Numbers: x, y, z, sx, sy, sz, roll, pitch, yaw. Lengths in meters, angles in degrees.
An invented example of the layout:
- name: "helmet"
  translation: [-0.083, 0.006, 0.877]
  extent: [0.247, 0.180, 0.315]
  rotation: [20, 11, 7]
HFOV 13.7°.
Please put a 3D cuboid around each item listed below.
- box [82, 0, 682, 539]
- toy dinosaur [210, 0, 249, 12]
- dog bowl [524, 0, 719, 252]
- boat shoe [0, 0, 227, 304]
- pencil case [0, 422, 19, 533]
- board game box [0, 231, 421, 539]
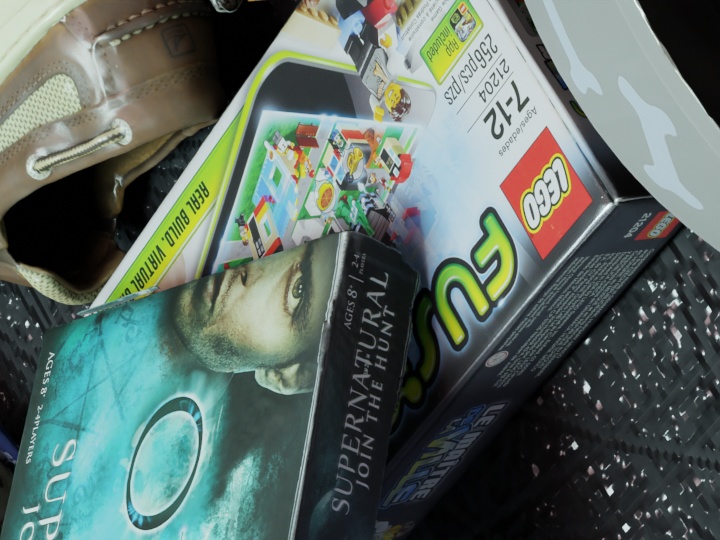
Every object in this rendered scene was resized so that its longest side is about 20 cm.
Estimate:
- name: "box"
  translation: [0.000, 0.000, 0.775]
  extent: [0.200, 0.035, 0.110]
  rotation: [-53, 57, 39]
- name: "toy dinosaur"
  translation: [-0.047, -0.147, 0.768]
  extent: [0.200, 0.102, 0.136]
  rotation: [38, 133, 37]
- name: "dog bowl"
  translation: [0.111, -0.080, 0.523]
  extent: [0.059, 0.199, 0.201]
  rotation: [163, 98, -66]
- name: "boat shoe"
  translation: [-0.101, -0.020, 0.857]
  extent: [0.075, 0.075, 0.202]
  rotation: [61, 143, 11]
- name: "pencil case"
  translation: [-0.187, 0.089, 0.969]
  extent: [0.200, 0.078, 0.090]
  rotation: [-11, 94, 49]
- name: "board game box"
  translation: [-0.051, 0.097, 0.736]
  extent: [0.135, 0.028, 0.201]
  rotation: [-18, 55, 48]
